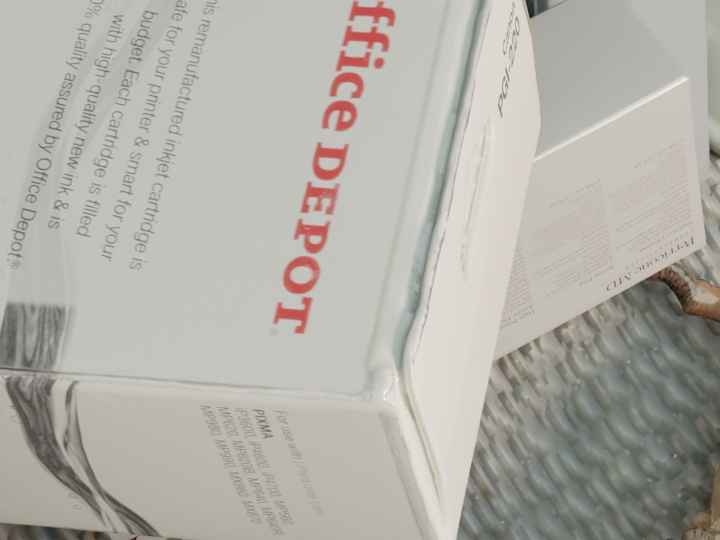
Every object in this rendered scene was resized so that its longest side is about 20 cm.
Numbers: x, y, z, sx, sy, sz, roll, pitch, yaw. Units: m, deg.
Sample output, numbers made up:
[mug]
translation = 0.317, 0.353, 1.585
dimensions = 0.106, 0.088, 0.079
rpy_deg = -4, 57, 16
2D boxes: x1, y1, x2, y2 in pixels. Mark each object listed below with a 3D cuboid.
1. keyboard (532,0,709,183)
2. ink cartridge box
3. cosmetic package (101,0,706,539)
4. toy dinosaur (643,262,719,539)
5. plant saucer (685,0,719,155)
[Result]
[keyboard]
translation = 0.076, -0.108, 0.776
dimensions = 0.056, 0.011, 0.201
rpy_deg = -16, 122, -18
[ink cartridge box]
translation = -0.063, -0.013, 0.669
dimensions = 0.199, 0.085, 0.146
rpy_deg = 3, 56, 17
[cosmetic package]
translation = 0.000, 0.000, 0.750
dimensions = 0.199, 0.083, 0.051
rpy_deg = -28, 53, -9
[toy dinosaur]
translation = 0.160, 0.057, 0.783
dimensions = 0.199, 0.086, 0.136
rpy_deg = -4, 83, -21
[plant saucer]
translation = 0.167, -0.123, 0.841
dimensions = 0.199, 0.050, 0.201
rpy_deg = 2, 76, -9
